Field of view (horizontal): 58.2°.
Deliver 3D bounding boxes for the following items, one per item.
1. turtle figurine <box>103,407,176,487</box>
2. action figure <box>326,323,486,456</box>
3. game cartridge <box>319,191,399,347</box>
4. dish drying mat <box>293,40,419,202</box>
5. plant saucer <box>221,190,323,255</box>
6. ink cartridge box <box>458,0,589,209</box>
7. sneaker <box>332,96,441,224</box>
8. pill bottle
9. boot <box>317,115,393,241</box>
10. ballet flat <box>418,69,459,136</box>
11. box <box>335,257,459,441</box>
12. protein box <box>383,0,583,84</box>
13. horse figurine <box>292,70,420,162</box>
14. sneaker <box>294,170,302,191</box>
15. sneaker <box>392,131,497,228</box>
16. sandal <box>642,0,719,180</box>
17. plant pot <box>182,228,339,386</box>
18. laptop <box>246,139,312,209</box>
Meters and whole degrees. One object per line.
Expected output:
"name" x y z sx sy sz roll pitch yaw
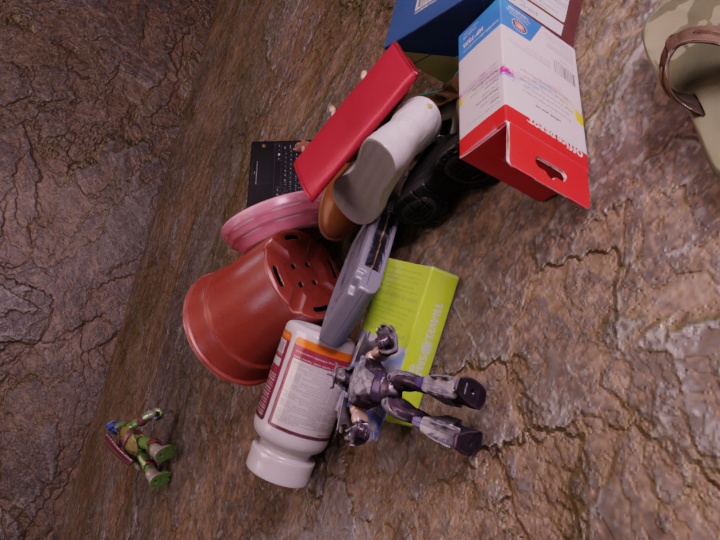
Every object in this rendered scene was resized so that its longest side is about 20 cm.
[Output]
"turtle figurine" -0.482 0.409 1.520 0.193 0.200 0.145 26 72 43
"action figure" 0.034 0.125 0.672 0.198 0.069 0.133 7 86 43
"game cartridge" 0.000 0.000 0.852 0.134 0.040 0.202 -53 13 41
"dish drying mat" -0.009 -0.176 0.777 0.200 0.018 0.077 -46 44 24
"plant saucer" -0.127 -0.069 1.062 0.200 0.198 0.052 -32 75 51
"ink cartridge box" 0.159 -0.151 0.637 0.067 0.115 0.203 -32 45 49
"sneaker" 0.037 -0.134 0.800 0.116 0.074 0.200 -45 1 -24
"pill bottle" -0.080 0.178 0.878 0.109 0.108 0.203 18 88 63
"boot" 0.001 -0.131 0.930 0.201 0.076 0.155 -55 7 3
"ballet flat" 0.122 -0.201 0.800 0.199 0.067 0.074 -6 77 63
"box" 0.041 0.091 0.775 0.122 0.047 0.203 14 85 64
"protein box" 0.152 -0.351 0.759 0.198 0.133 0.204 -1 72 62
"horse figurine" -0.002 -0.198 0.836 0.200 0.050 0.133 -42 34 19
"sneaker" -0.163 -0.122 1.273 0.200 0.072 0.116 -41 42 44
"sneaker" 0.109 -0.133 0.773 0.199 0.075 0.092 -32 36 46
"sandal" 0.269 -0.152 0.495 0.080 0.057 0.203 -45 36 39
"plant pot" -0.141 0.048 1.006 0.194 0.199 0.204 -35 43 37
"laptop" -0.110 -0.192 1.159 0.104 0.196 0.180 89 180 -61
